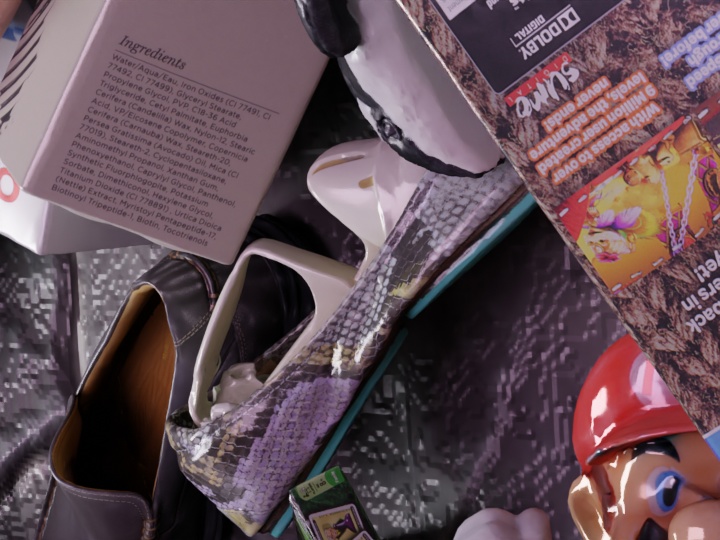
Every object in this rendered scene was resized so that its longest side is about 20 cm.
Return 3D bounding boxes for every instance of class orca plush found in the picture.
[{"bbox_3d":[-0.015,-0.118,0.854,0.071,0.105,0.200,5,139,43],"label":"orca plush"}]

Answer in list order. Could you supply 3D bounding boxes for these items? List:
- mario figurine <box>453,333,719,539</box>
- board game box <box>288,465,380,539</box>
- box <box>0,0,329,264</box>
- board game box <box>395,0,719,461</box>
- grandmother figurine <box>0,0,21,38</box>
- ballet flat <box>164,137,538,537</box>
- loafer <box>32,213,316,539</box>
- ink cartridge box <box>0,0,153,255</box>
[{"bbox_3d":[0.102,0.114,0.844,0.106,0.123,0.200,-3,98,55],"label":"mario figurine"},{"bbox_3d":[0.032,0.165,0.935,0.023,0.105,0.200,-27,71,-6],"label":"board game box"},{"bbox_3d":[-0.043,-0.110,0.930,0.200,0.082,0.068,-63,26,11],"label":"box"},{"bbox_3d":[0.119,-0.073,0.766,0.159,0.097,0.200,-36,88,34],"label":"board game box"},{"bbox_3d":[-0.106,-0.127,0.908,0.200,0.061,0.121,-43,35,47],"label":"grandmother figurine"},{"bbox_3d":[0.000,0.000,0.933,0.072,0.072,0.200,50,116,26],"label":"ballet flat"},{"bbox_3d":[-0.085,0.065,1.036,0.073,0.072,0.200,42,122,29],"label":"loafer"},{"bbox_3d":[-0.112,-0.124,1.030,0.146,0.086,0.200,26,111,37],"label":"ink cartridge box"}]
